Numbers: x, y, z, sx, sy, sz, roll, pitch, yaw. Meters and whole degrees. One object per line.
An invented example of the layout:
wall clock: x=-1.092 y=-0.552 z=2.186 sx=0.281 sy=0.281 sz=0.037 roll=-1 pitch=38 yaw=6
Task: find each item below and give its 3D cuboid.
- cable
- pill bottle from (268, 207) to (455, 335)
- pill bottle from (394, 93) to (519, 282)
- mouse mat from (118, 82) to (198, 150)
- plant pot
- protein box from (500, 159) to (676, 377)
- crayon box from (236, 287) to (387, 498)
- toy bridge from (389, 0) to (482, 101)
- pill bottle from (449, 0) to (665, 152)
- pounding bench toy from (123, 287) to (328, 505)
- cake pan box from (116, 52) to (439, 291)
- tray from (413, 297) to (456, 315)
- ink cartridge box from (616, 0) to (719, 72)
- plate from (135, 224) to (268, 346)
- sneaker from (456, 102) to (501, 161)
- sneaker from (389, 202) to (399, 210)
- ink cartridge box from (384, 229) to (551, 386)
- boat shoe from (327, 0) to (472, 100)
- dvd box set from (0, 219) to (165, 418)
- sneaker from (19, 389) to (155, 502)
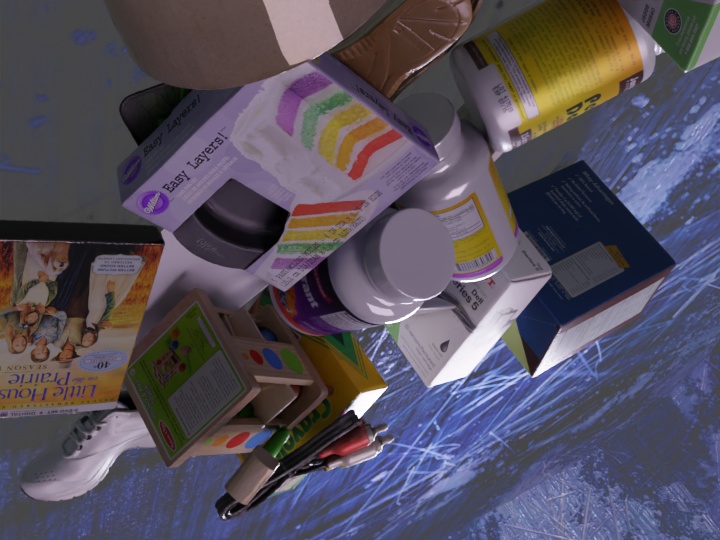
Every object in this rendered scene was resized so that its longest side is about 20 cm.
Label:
cable: x=-0.058 y=0.208 z=0.944 sx=0.200 sy=0.050 sz=0.097 roll=-30 pitch=159 yaw=-13
pill bottle: x=0.000 y=0.000 z=0.875 sx=0.111 sy=0.112 sz=0.200 roll=-18 pitch=-179 yaw=-33
pill bottle: x=0.085 y=-0.080 z=0.888 sx=0.104 sy=0.104 sz=0.200 roll=-35 pitch=141 yaw=-1
mouse mat: x=-0.090 y=-0.092 z=0.756 sx=0.160 sy=0.008 sz=0.200 roll=-19 pitch=138 yaw=0
plant pot: x=-0.086 y=-0.230 z=0.453 sx=0.187 sy=0.187 sz=0.200 roll=-34 pitch=140 yaw=-4
protein box: x=0.263 y=-0.006 z=1.208 sx=0.199 sy=0.199 sz=0.135 roll=-24 pitch=153 yaw=-23
crayon box: x=-0.086 y=0.131 z=1.042 sx=0.058 sy=0.173 sz=0.200 roll=-1 pitch=138 yaw=-50
toy bridge: x=0.071 y=-0.224 z=0.800 sx=0.067 sy=0.027 sz=0.200 roll=-6 pitch=141 yaw=-51
pill bottle: x=0.190 y=-0.198 z=0.828 sx=0.199 sy=0.110 sz=0.109 roll=-27 pitch=155 yaw=6
pounding bench toy: x=-0.115 y=0.141 z=0.918 sx=0.124 sy=0.200 sz=0.156 roll=-43 pitch=153 yaw=16
cake pan box: x=-0.067 y=-0.083 z=0.732 sx=0.200 sy=0.052 sz=0.184 roll=-37 pitch=133 yaw=23
tray: x=0.009 y=0.050 z=1.094 sx=0.107 sy=0.022 sz=0.200 roll=-2 pitch=171 yaw=-42
ink cartridge box: x=0.244 y=-0.284 z=0.715 sx=0.084 sy=0.200 sz=0.146 roll=-26 pitch=153 yaw=-13
plate: x=-0.199 y=0.025 z=0.886 sx=0.200 sy=0.032 sz=0.200 roll=-38 pitch=155 yaw=4
sneaker: x=0.174 y=-0.169 z=0.969 sx=0.115 sy=0.074 sz=0.200 roll=2 pitch=135 yaw=-48
sneaker: x=0.024 y=-0.048 z=0.969 sx=0.076 sy=0.091 sz=0.200 roll=-25 pitch=150 yaw=-20
ink cartridge box: x=0.118 y=0.022 z=1.122 sx=0.084 sy=0.146 sz=0.200 roll=-9 pitch=143 yaw=-42
boat shoe: x=0.006 y=-0.182 z=0.734 sx=0.200 sy=0.069 sz=0.074 roll=-26 pitch=133 yaw=32
dvd box set: x=-0.263 y=0.046 z=0.779 sx=0.146 sy=0.029 sz=0.200 roll=1 pitch=128 yaw=-34
sneaker: x=-0.291 y=0.179 z=1.011 sx=0.200 sy=0.074 sz=0.087 roll=-33 pitch=143 yaw=-22
